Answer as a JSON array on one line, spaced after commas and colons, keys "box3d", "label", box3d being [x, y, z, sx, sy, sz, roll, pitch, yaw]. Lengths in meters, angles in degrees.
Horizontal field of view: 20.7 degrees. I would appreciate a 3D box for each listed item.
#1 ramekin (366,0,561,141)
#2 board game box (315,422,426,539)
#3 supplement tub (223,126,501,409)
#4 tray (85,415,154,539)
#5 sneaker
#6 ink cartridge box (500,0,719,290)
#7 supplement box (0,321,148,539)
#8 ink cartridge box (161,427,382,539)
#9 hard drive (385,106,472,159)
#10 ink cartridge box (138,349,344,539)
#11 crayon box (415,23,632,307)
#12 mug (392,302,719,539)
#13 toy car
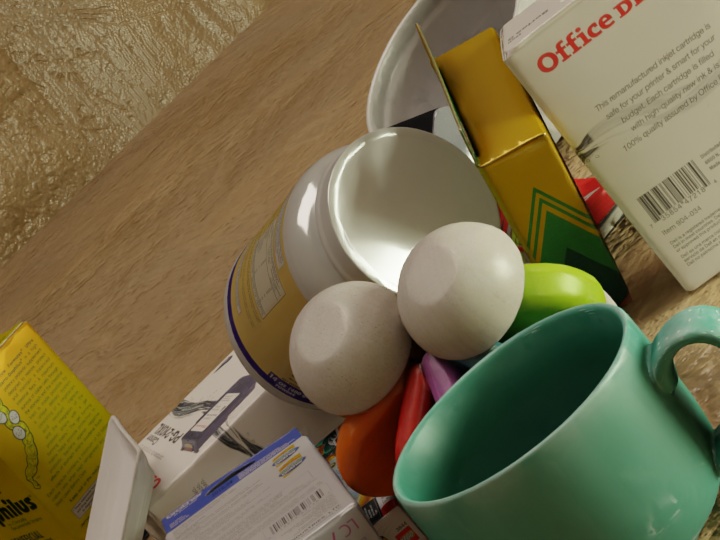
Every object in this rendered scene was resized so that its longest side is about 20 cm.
[{"box3d": [0.107, -0.167, 1.730, 0.200, 0.105, 0.201, -38, 36, 34], "label": "ramekin"}, {"box3d": [-0.027, 0.174, 1.321, 0.126, 0.035, 0.200, -40, 15, 3], "label": "board game box"}, {"box3d": [0.000, 0.000, 1.348, 0.145, 0.145, 0.200, -50, 2, -31], "label": "supplement tub"}, {"box3d": [-0.181, 0.213, 1.421, 0.107, 0.022, 0.201, -152, 73, -69], "label": "tray"}, {"box3d": [0.129, -0.047, 1.470, 0.077, 0.085, 0.200, -49, 17, -27], "label": "sneaker"}, {"box3d": [0.204, -0.113, 1.251, 0.145, 0.200, 0.084, -36, 15, 14], "label": "ink cartridge box"}, {"box3d": [-0.271, 0.160, 1.637, 0.109, 0.200, 0.110, -25, 21, 46], "label": "supplement box"}, {"box3d": [-0.062, 0.169, 1.263, 0.119, 0.042, 0.200, -36, 17, -5], "label": "ink cartridge box"}, {"box3d": [0.038, -0.024, 1.513, 0.135, 0.042, 0.201, -13, 67, 61], "label": "hard drive"}, {"box3d": [-0.086, 0.128, 1.497, 0.200, 0.084, 0.145, -45, 15, -12], "label": "ink cartridge box"}, {"box3d": [0.108, -0.069, 1.298, 0.051, 0.200, 0.127, -27, 42, 8], "label": "crayon box"}, {"box3d": [0.118, 0.106, 1.007, 0.152, 0.114, 0.185, -49, 18, -30], "label": "mug"}, {"box3d": [0.066, 0.075, 1.190, 0.200, 0.175, 0.150, -28, 55, 28], "label": "toy car"}]
